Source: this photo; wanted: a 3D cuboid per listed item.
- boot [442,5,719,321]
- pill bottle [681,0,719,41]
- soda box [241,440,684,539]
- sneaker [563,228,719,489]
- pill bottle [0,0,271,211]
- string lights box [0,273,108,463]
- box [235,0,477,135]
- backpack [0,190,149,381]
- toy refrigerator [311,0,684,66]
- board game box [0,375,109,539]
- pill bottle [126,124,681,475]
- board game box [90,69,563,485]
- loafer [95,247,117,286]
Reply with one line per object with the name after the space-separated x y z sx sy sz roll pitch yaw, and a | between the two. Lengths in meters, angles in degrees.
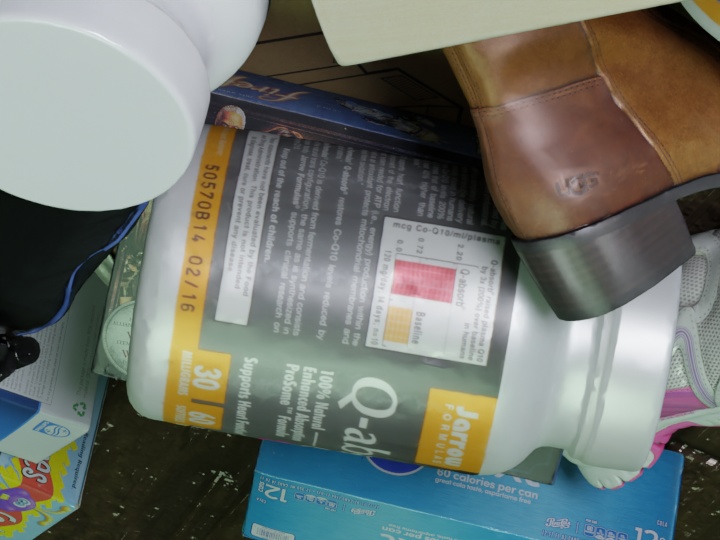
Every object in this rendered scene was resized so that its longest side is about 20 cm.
0.090 -0.113 1.003 0.068 0.188 0.201 4 124 60 | boot
0.167 -0.165 0.894 0.111 0.113 0.200 13 143 1 | pill bottle
0.049 0.107 1.331 0.199 0.068 0.064 14 145 0 | soda box
0.119 0.026 1.191 0.088 0.082 0.200 25 142 -18 | sneaker
-0.079 -0.128 0.949 0.115 0.201 0.116 9 143 7 | pill bottle
-0.210 0.002 1.219 0.199 0.103 0.059 21 151 -25 | string lights box
-0.014 -0.076 1.148 0.199 0.021 0.164 12 145 1 | box
-0.175 -0.073 1.059 0.190 0.155 0.200 17 143 -19 | backpack
0.076 -0.124 0.848 0.199 0.070 0.076 -9 112 34 | toy refrigerator
-0.228 0.045 1.293 0.199 0.104 0.105 24 147 -23 | board game box
0.016 0.015 1.067 0.199 0.117 0.117 10 144 0 | pill bottle
0.000 0.000 1.144 0.199 0.035 0.136 13 113 -1 | board game box
-0.041 0.017 1.230 0.063 0.072 0.200 -17 140 33 | loafer
